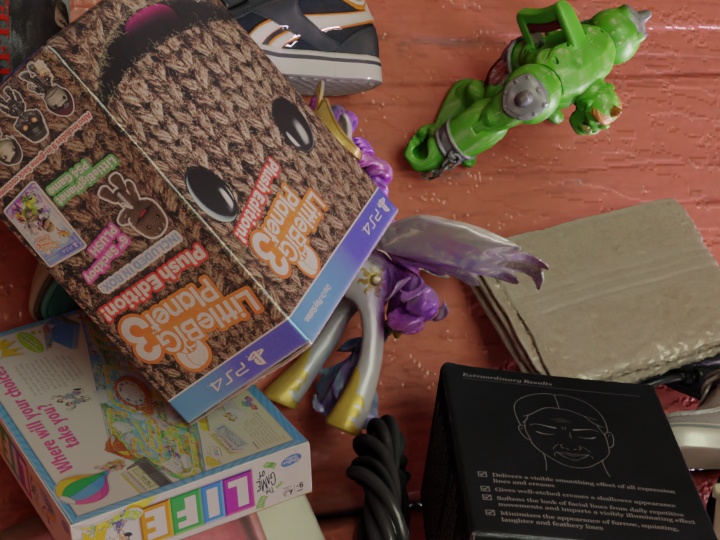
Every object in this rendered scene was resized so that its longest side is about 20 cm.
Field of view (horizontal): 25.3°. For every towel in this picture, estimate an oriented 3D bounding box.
[{"bbox_3d":[0.183,0.021,1.159,0.200,0.034,0.133,-13,60,-26],"label":"towel"}]

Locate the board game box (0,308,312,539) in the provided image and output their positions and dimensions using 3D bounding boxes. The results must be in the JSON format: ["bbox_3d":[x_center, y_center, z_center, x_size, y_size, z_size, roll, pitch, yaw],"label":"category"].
[{"bbox_3d":[-0.132,0.081,0.895,0.134,0.200,0.034,-17,122,-24],"label":"board game box"}]

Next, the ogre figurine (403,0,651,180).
[{"bbox_3d":[0.127,-0.136,1.145,0.200,0.120,0.098,-14,86,-32],"label":"ogre figurine"}]

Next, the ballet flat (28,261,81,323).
[{"bbox_3d":[-0.138,-0.050,0.996,0.200,0.069,0.069,-42,102,-8],"label":"ballet flat"}]

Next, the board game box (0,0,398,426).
[{"bbox_3d":[-0.097,-0.049,0.872,0.200,0.097,0.159,49,32,-11],"label":"board game box"}]

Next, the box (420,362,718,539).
[{"bbox_3d":[0.122,0.156,0.999,0.148,0.200,0.107,6,115,-5],"label":"box"}]

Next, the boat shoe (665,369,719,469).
[{"bbox_3d":[0.274,0.102,1.147,0.201,0.070,0.072,2,72,-37],"label":"boat shoe"}]

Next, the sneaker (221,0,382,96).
[{"bbox_3d":[-0.074,-0.159,1.057,0.200,0.078,0.080,-3,85,-42],"label":"sneaker"}]

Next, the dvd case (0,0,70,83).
[{"bbox_3d":[-0.208,-0.113,0.901,0.022,0.200,0.146,1,95,13],"label":"dvd case"}]

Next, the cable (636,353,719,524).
[{"bbox_3d":[0.227,0.138,1.184,0.200,0.051,0.163,-7,88,-34],"label":"cable"}]

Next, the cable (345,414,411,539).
[{"bbox_3d":[0.007,0.170,0.977,0.051,0.200,0.163,-3,111,3],"label":"cable"}]

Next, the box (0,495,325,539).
[{"bbox_3d":[-0.134,0.178,0.915,0.200,0.128,0.109,-24,92,-33],"label":"box"}]

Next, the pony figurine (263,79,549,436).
[{"bbox_3d":[0.000,0.000,1.038,0.193,0.167,0.200,26,82,-15],"label":"pony figurine"}]

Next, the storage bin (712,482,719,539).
[{"bbox_3d":[0.346,0.260,1.171,0.198,0.094,0.200,4,92,-34],"label":"storage bin"}]
